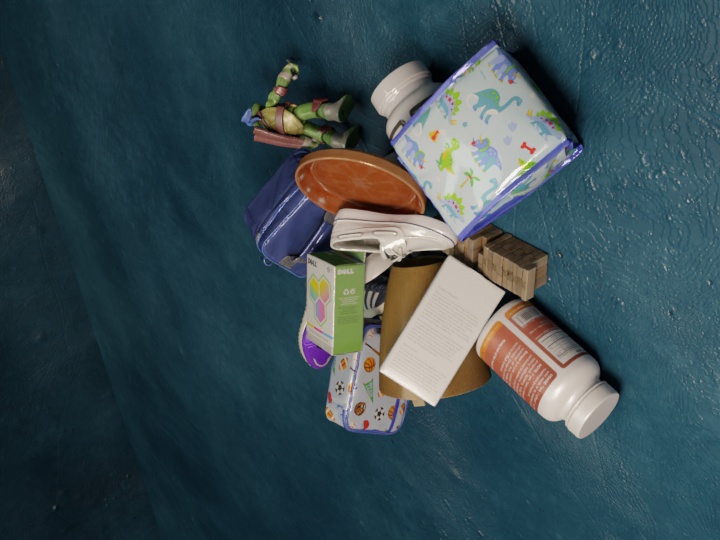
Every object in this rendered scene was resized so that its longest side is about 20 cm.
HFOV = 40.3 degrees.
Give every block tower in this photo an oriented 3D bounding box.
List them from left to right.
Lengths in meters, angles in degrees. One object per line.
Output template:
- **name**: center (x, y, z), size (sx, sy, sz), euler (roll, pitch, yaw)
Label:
- **block tower**: center (0.193, -0.029, 1.460), size (0.200, 0.057, 0.054), euler (35, 141, 42)

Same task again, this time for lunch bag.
- **lunch bag**: center (-0.102, -0.088, 1.699), size (0.135, 0.200, 0.133), euler (30, -165, -39)
- **lunch bag**: center (0.028, 0.179, 1.690), size (0.075, 0.159, 0.202), euler (16, 92, 51)
- **lunch bag**: center (0.158, -0.162, 1.272), size (0.200, 0.127, 0.171), euler (-39, 76, 17)

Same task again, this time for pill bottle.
- **pill bottle**: center (0.108, -0.193, 1.402), size (0.201, 0.115, 0.116), euler (56, 149, 13)
- **pill bottle**: center (0.270, 0.142, 1.415), size (0.200, 0.112, 0.113), euler (45, 146, 29)

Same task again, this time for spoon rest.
- **spoon rest**: center (0.000, 0.000, 1.663), size (0.061, 0.099, 0.199), euler (55, 150, -16)

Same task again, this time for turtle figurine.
- **turtle figurine**: center (-0.086, -0.279, 1.681), size (0.192, 0.199, 0.146), euler (16, 106, 27)

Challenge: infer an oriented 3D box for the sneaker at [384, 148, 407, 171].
- **sneaker**: center (0.064, -0.152, 1.560), size (0.071, 0.083, 0.200), euler (37, 172, 2)

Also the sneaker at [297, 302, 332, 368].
- **sneaker**: center (-0.060, 0.106, 1.818), size (0.099, 0.069, 0.202), euler (40, 129, 50)

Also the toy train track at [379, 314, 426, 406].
- **toy train track**: center (0.082, 0.159, 1.799), size (0.114, 0.033, 0.202), euler (-9, 116, 26)

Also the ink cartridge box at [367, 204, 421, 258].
- **ink cartridge box**: center (0.022, -0.098, 1.602), size (0.094, 0.037, 0.200), euler (26, 162, 47)

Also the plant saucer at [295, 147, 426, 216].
- **plant saucer**: center (0.002, -0.125, 1.449), size (0.198, 0.033, 0.201), euler (14, 158, 6)

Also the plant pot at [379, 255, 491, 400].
- **plant pot**: center (0.107, 0.083, 1.583), size (0.186, 0.185, 0.202), euler (6, 108, 56)

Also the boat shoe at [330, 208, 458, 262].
- **boat shoe**: center (0.049, -0.044, 1.479), size (0.198, 0.066, 0.074), euler (6, 157, 25)

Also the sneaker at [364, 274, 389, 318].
- **sneaker**: center (0.029, 0.030, 1.741), size (0.085, 0.075, 0.200), euler (58, 150, 0)

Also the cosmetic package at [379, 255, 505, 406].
- **cosmetic package**: center (0.120, 0.089, 1.470), size (0.101, 0.201, 0.071), euler (32, 180, 2)

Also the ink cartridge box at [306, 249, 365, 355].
- **ink cartridge box**: center (-0.041, 0.026, 1.598), size (0.104, 0.059, 0.202), euler (25, 116, 59)
